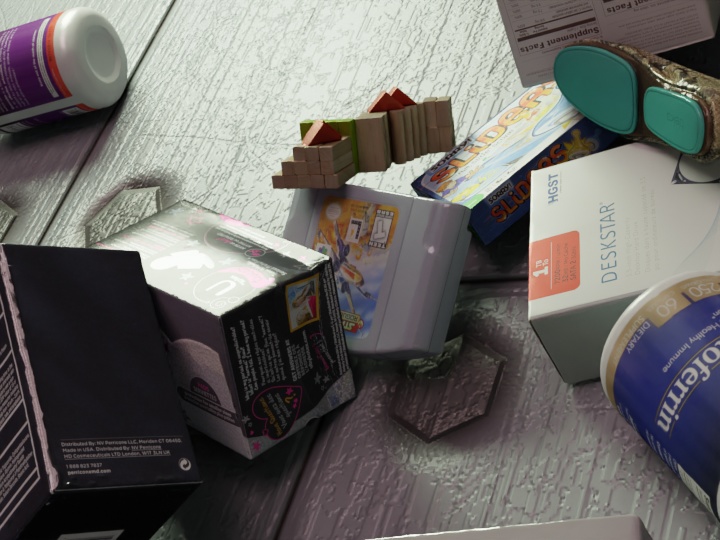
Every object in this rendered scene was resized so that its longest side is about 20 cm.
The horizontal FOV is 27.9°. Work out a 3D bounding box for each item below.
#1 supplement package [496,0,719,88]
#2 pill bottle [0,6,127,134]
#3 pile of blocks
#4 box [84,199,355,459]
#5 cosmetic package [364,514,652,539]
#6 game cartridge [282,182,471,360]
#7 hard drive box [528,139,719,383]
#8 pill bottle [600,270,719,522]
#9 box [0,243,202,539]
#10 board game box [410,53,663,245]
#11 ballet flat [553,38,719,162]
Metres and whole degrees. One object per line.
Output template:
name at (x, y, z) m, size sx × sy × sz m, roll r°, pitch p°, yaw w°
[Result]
supplement package at (0.206, -0.244, 1.182) m, size 0.155 × 0.111 × 0.200 m, roll -13°, pitch 19°, yaw 21°
pill bottle at (-0.366, -0.217, 1.614) m, size 0.200 × 0.113 × 0.113 m, roll -11°, pitch 45°, yaw 26°
pile of blocks at (0.004, -0.119, 1.218) m, size 0.082 × 0.062 × 0.200 m, roll 10°, pitch 21°, yaw 43°
box at (-0.117, 0.043, 1.149) m, size 0.115 × 0.132 × 0.200 m, roll -28°, pitch 32°, yaw -32°
cosmetic package at (0.096, 0.252, 0.758) m, size 0.165 × 0.200 × 0.165 m, roll -11°, pitch 46°, yaw 26°
game cartridge at (0.000, 0.000, 1.155) m, size 0.200 × 0.041 × 0.133 m, roll 13°, pitch 85°, yaw 50°
hard drive box at (0.226, -0.020, 1.034) m, size 0.200 × 0.077 × 0.156 m, roll -16°, pitch 43°, yaw 22°
pill bottle at (0.243, 0.095, 0.879) m, size 0.116 × 0.116 × 0.200 m, roll -37°, pitch 40°, yaw -2°
box at (-0.228, 0.116, 1.073) m, size 0.200 × 0.123 × 0.199 m, roll -47°, pitch 53°, yaw 42°
board game box at (0.146, -0.108, 1.180) m, size 0.200 × 0.034 × 0.135 m, roll -39°, pitch 21°, yaw -5°
ballet flat at (0.221, -0.125, 1.049) m, size 0.075 × 0.068 × 0.200 m, roll -11°, pitch 24°, yaw -22°
